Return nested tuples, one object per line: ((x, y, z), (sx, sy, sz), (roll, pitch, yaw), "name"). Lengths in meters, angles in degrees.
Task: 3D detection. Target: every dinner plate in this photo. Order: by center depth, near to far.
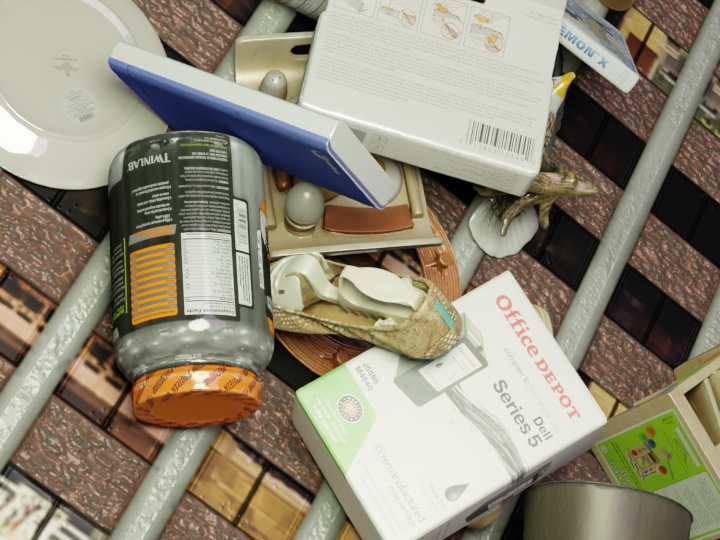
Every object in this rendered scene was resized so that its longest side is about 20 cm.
((-0.236, -0.160, 1.484), (0.198, 0.024, 0.202), (11, 66, -26), "dinner plate")

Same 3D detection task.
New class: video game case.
((0.164, -0.237, 1.664), (0.182, 0.022, 0.200), (36, 17, -8), "video game case")

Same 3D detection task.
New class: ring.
((0.000, 0.000, 1.556), (0.198, 0.019, 0.203), (11, 66, -26), "ring")

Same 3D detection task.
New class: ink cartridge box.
((0.067, 0.115, 1.457), (0.199, 0.084, 0.146), (-30, 75, -14), "ink cartridge box")
((0.059, -0.170, 1.528), (0.198, 0.045, 0.178), (16, 63, -6), "ink cartridge box")

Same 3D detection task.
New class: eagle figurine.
((0.134, -0.130, 1.640), (0.152, 0.150, 0.201), (60, 6, -44), "eagle figurine")

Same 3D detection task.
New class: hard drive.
((-0.082, -0.109, 1.430), (0.198, 0.132, 0.026), (22, 80, 25), "hard drive")

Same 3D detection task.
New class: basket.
((0.184, 0.283, 1.472), (0.134, 0.180, 0.202), (3, 70, 15), "basket")

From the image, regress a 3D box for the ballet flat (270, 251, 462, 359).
((-0.015, 0.015, 1.434), (0.071, 0.198, 0.066), (-63, 148, -32), "ballet flat")

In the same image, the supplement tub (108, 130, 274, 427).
((-0.127, 0.008, 1.417), (0.121, 0.122, 0.202), (6, 68, -27), "supplement tub")

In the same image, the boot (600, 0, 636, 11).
((0.230, -0.363, 1.807), (0.200, 0.073, 0.155), (50, 55, -17), "boot")

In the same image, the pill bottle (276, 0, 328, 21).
((-0.026, -0.267, 1.594), (0.199, 0.111, 0.112), (24, 60, -20), "pill bottle")

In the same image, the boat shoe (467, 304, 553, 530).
((0.104, 0.107, 1.539), (0.064, 0.071, 0.202), (29, 60, -17), "boat shoe")

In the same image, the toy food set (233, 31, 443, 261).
((-0.019, -0.103, 1.529), (0.142, 0.061, 0.202), (-5, 67, -11), "toy food set")

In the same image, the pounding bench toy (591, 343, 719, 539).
((0.323, 0.173, 1.606), (0.155, 0.124, 0.201), (-28, 86, -35), "pounding bench toy")
